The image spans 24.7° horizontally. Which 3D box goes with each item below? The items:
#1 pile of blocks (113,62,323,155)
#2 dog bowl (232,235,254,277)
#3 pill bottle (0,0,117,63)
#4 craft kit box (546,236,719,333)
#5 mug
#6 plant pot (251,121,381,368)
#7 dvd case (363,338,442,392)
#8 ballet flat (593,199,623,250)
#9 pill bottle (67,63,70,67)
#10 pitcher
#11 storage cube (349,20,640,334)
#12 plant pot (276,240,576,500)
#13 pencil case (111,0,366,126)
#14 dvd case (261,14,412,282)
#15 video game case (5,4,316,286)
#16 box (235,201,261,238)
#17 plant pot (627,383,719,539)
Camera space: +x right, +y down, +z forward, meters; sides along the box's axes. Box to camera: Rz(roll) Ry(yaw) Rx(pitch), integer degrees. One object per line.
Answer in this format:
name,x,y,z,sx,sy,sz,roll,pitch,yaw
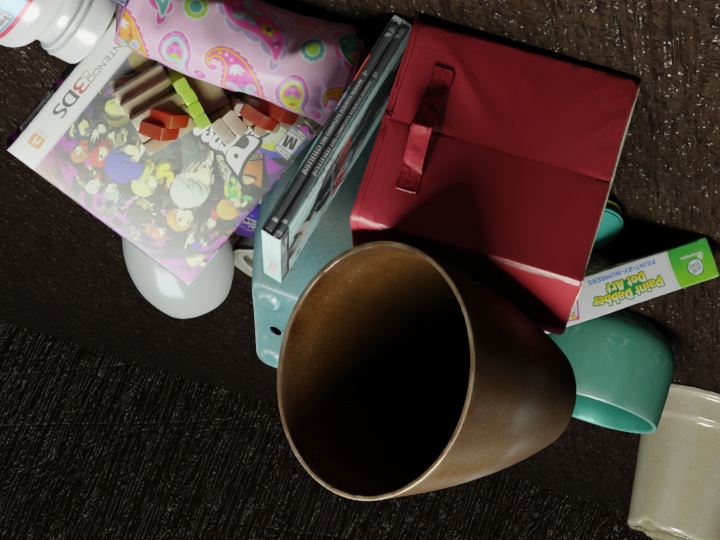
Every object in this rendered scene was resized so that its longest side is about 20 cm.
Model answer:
pile of blocks,-0.100,-0.142,1.353,0.200,0.082,0.062,-8,-161,-12
dog bowl,-0.051,-0.017,1.937,0.200,0.074,0.200,19,166,5
pill bottle,-0.292,-0.243,1.280,0.200,0.109,0.109,26,165,-30
craft kit box,0.211,0.029,1.577,0.197,0.049,0.200,-20,177,-16
mug,0.274,0.108,1.893,0.152,0.115,0.185,25,167,-25
plant pot,0.000,0.000,1.487,0.196,0.200,0.196,20,144,15
dvd case,0.063,0.070,1.410,0.018,0.200,0.143,50,154,12
ballet flat,0.168,-0.053,1.467,0.200,0.067,0.067,-7,-127,-53
pill bottle,-0.166,-0.150,1.471,0.200,0.112,0.111,22,167,-13
pitcher,-0.230,-0.056,1.872,0.172,0.121,0.200,29,146,49
storage cube,0.103,-0.068,1.292,0.179,0.171,0.200,16,166,7
plant pot,0.072,0.084,1.254,0.187,0.187,0.200,7,177,42
pencil case,-0.097,-0.185,1.302,0.200,0.088,0.087,21,167,-5
dvd case,-0.020,-0.093,1.302,0.022,0.200,0.146,31,167,4
video game case,-0.167,-0.114,1.399,0.200,0.181,0.036,39,-173,-21
box,-0.088,-0.087,1.700,0.141,0.079,0.200,12,165,19
plant pot,0.437,0.267,2.154,0.200,0.184,0.200,19,167,5
